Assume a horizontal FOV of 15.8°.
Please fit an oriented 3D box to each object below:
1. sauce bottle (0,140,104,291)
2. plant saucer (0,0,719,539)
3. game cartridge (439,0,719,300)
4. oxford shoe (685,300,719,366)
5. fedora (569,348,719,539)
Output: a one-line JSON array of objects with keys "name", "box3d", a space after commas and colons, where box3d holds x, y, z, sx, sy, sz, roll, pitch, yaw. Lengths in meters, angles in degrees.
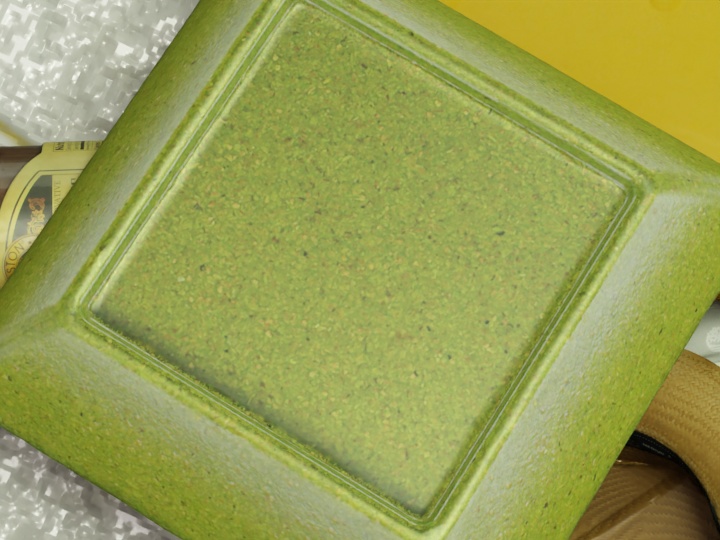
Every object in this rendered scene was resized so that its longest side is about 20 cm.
[{"name": "sauce bottle", "box3d": [-0.099, -0.012, 0.883, 0.199, 0.065, 0.065, -4, 85, -3]}, {"name": "plant saucer", "box3d": [0.000, 0.000, 0.820, 0.200, 0.048, 0.200, 31, 76, 9]}, {"name": "game cartridge", "box3d": [0.108, -0.090, 0.891, 0.199, 0.032, 0.177, 24, 83, 19]}, {"name": "oxford shoe", "box3d": [0.193, 0.037, 0.911, 0.199, 0.075, 0.058, 2, 48, -7]}, {"name": "fedora", "box3d": [0.068, 0.119, 0.862, 0.200, 0.082, 0.201, -10, 66, 22]}]
